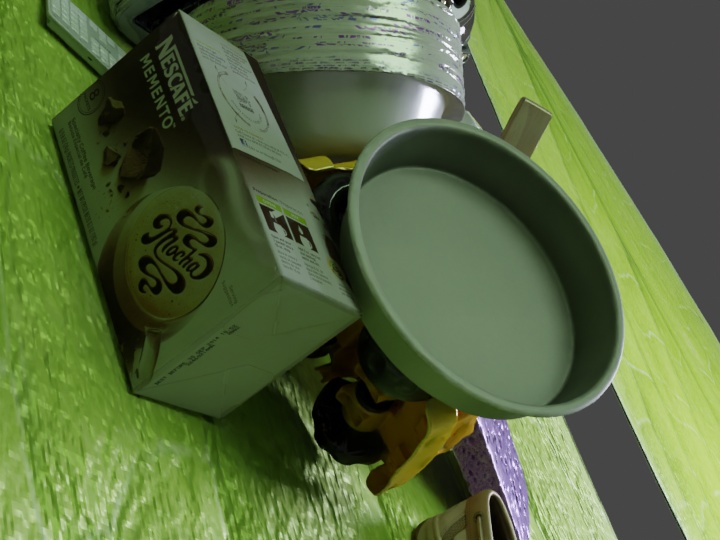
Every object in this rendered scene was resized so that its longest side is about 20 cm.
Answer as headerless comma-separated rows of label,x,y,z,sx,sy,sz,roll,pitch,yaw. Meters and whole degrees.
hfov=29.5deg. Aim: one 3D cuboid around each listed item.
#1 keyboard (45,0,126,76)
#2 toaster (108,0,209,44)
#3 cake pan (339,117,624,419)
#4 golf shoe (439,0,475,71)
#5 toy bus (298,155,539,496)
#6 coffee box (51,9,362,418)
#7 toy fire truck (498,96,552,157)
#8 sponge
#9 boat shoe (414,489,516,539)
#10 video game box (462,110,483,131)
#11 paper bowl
keyboard,-0.150,-0.125,0.968,0.200,0.011,0.056,44,21,-33
toaster,-0.112,-0.238,1.015,0.114,0.199,0.130,37,42,-42
cake pan,0.069,0.002,0.808,0.200,0.037,0.201,21,50,-26
golf shoe,0.025,-0.205,1.124,0.078,0.095,0.200,34,33,25
toy bus,0.047,0.020,0.888,0.191,0.136,0.201,-14,67,-29
coffee box,-0.092,-0.034,0.783,0.080,0.113,0.201,27,34,-51
toy fire truck,0.093,-0.077,1.226,0.176,0.128,0.201,43,39,-33
sponge,0.087,0.113,1.029,0.112,0.030,0.201,-74,147,-66
boat shoe,0.096,0.235,0.875,0.071,0.064,0.201,32,29,-52
video game box,0.127,-0.094,1.467,0.182,0.047,0.200,53,-4,-14
paper bowl,-0.028,-0.115,0.940,0.200,0.200,0.105,17,67,-63
